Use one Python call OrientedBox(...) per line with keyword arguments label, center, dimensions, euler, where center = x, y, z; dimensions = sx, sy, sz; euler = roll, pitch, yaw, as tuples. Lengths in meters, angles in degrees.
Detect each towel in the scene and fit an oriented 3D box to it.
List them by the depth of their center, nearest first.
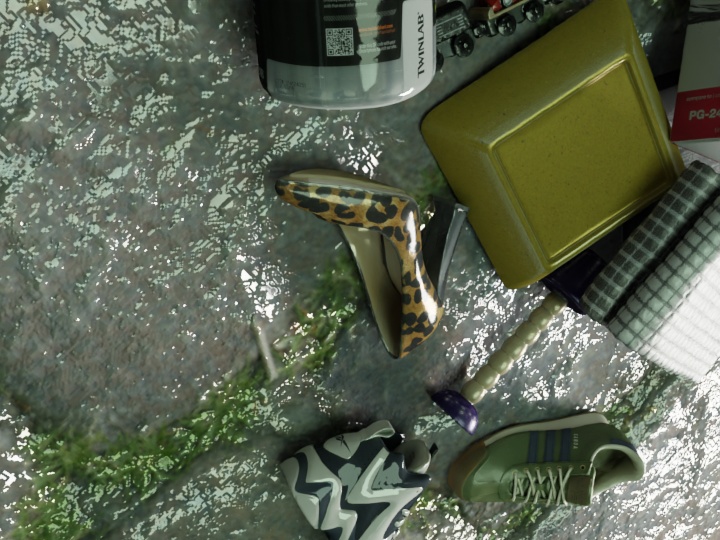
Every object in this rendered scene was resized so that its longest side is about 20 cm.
OrientedBox(label="towel", center=(0.298, 0.003, 0.853), dimensions=(0.166, 0.086, 0.200), euler=(-54, 144, 11))

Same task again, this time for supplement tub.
OrientedBox(label="supplement tub", center=(-0.012, -0.214, 0.605), dimensions=(0.122, 0.123, 0.200), euler=(-15, 120, -23))

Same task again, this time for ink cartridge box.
OrientedBox(label="ink cartridge box", center=(0.355, -0.191, 0.812), dimensions=(0.145, 0.083, 0.200), euler=(12, 86, -33))

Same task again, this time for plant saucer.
OrientedBox(label="plant saucer", center=(0.178, -0.095, 0.795), dimensions=(0.200, 0.048, 0.200), euler=(-34, 123, -1))

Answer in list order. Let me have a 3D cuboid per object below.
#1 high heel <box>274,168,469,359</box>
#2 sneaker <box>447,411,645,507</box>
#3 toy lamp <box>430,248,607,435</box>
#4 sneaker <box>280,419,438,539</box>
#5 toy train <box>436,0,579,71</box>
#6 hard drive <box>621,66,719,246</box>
OrientedBox(label="high heel", center=(0.000, 0.000, 0.742), dimensions=(0.200, 0.071, 0.143), euler=(10, 101, -42))
OrientedBox(label="sneaker", center=(0.193, 0.198, 0.939), dimensions=(0.200, 0.090, 0.067), euler=(-11, 118, -25))
OrientedBox(label="toy lamp", center=(0.151, 0.062, 0.871), dimensions=(0.200, 0.058, 0.058), euler=(-49, 127, -2))
OrientedBox(label="sneaker", center=(0.026, 0.214, 0.856), dimensions=(0.130, 0.079, 0.199), euler=(-30, 115, -4))
OrientedBox(label="toy train", center=(0.118, -0.212, 0.739), dimensions=(0.200, 0.034, 0.046), euler=(-29, 111, -15))
OrientedBox(label="hard drive", center=(0.310, -0.094, 0.903), dimensions=(0.139, 0.033, 0.200), euler=(-22, 121, -20))
